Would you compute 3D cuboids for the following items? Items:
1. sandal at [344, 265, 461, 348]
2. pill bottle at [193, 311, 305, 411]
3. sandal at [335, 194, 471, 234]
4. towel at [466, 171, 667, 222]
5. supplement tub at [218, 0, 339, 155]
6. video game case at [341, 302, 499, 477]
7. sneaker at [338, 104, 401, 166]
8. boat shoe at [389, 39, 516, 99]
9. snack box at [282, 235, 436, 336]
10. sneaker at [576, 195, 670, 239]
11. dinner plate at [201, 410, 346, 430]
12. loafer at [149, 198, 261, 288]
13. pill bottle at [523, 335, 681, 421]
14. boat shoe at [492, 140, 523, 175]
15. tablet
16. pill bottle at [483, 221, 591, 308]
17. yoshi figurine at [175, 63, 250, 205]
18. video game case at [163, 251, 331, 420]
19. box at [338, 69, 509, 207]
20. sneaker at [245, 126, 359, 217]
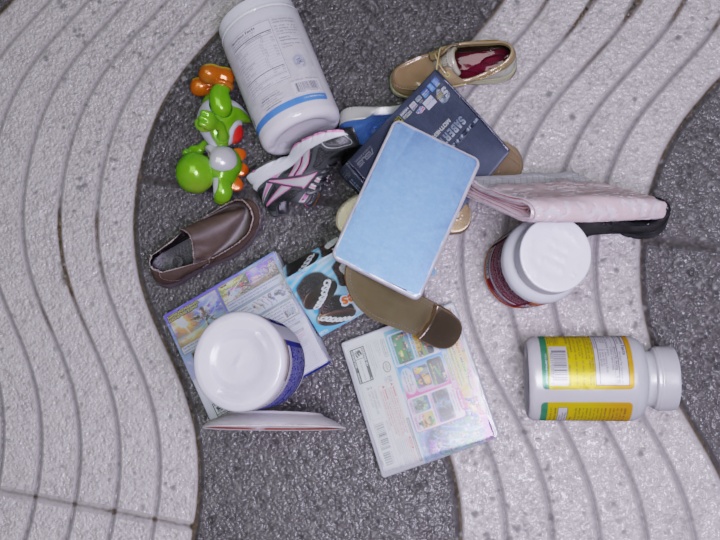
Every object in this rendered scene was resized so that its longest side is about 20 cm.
[{"bbox_3d":[0.049,0.036,1.095,0.210,0.070,0.078,34,96,-26],"label":"sandal"},{"bbox_3d":[-0.136,0.122,1.040,0.116,0.200,0.123,-1,82,7],"label":"pill bottle"},{"bbox_3d":[0.060,-0.089,1.156,0.206,0.070,0.080,1,82,8],"label":"sandal"},{"bbox_3d":[0.253,-0.095,1.003,0.195,0.191,0.033,-4,108,-21],"label":"towel"},{"bbox_3d":[-0.121,-0.291,1.179,0.129,0.132,0.204,-23,78,4],"label":"supplement tub"},{"bbox_3d":[0.085,0.172,1.139,0.178,0.024,0.204,-19,79,4],"label":"video game case"},{"bbox_3d":[0.062,-0.189,1.165,0.195,0.077,0.114,-3,75,12],"label":"sneaker"},{"bbox_3d":[0.138,-0.309,1.179,0.195,0.066,0.076,-12,80,6],"label":"boat shoe"},{"bbox_3d":[0.000,0.000,1.134,0.197,0.037,0.117,-29,122,3],"label":"snack box"},{"bbox_3d":[0.339,-0.083,1.108,0.195,0.091,0.078,-6,82,8],"label":"sneaker"},{"bbox_3d":[-0.117,0.206,1.072,0.195,0.200,0.025,0,78,7],"label":"dinner plate"},{"bbox_3d":[-0.236,-0.040,1.188,0.198,0.071,0.074,-36,79,1],"label":"loafer"},{"bbox_3d":[0.323,0.146,1.065,0.195,0.113,0.116,-2,81,8],"label":"pill bottle"},{"bbox_3d":[0.141,-0.148,1.155,0.195,0.065,0.074,-10,83,-14],"label":"boat shoe"},{"bbox_3d":[0.059,-0.080,1.014,0.128,0.014,0.203,25,82,3],"label":"tablet"},{"bbox_3d":[0.233,-0.009,1.048,0.107,0.200,0.113,0,85,-2],"label":"pill bottle"},{"bbox_3d":[-0.240,-0.203,1.202,0.109,0.112,0.206,-7,83,22],"label":"yoshi figurine"},{"bbox_3d":[-0.168,0.102,1.172,0.197,0.045,0.184,-29,81,3],"label":"video game case"},{"bbox_3d":[0.089,-0.149,1.077,0.158,0.051,0.200,46,72,-6],"label":"box"},{"bbox_3d":[-0.075,-0.144,1.168,0.198,0.080,0.088,-24,92,36],"label":"sneaker"}]
